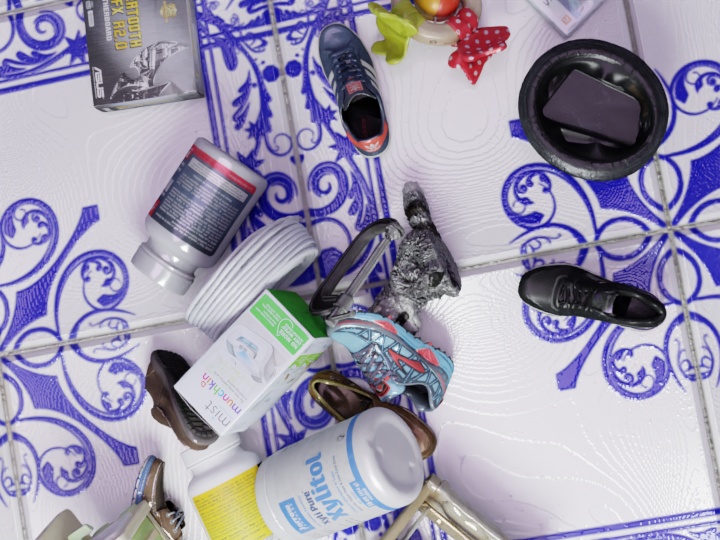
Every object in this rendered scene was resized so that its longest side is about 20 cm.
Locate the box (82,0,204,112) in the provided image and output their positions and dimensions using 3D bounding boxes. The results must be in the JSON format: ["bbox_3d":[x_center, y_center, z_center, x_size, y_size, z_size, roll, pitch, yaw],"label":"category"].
[{"bbox_3d":[-0.317,-0.341,1.474,0.157,0.048,0.202,-6,87,7],"label":"box"}]

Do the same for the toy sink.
[{"bbox_3d":[-0.316,0.390,1.345,0.112,0.130,0.201,-35,95,6],"label":"toy sink"}]

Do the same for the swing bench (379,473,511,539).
[{"bbox_3d":[0.116,0.408,1.359,0.199,0.130,0.200,39,87,7],"label":"swing bench"}]

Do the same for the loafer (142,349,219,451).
[{"bbox_3d":[-0.249,0.190,1.404,0.073,0.200,0.071,16,110,-33],"label":"loafer"}]

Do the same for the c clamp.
[{"bbox_3d":[0.000,0.000,1.356,0.027,0.171,0.201,41,62,-17],"label":"c clamp"}]

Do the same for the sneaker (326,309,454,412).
[{"bbox_3d":[0.038,0.124,1.356,0.199,0.079,0.096,28,58,-17],"label":"sneaker"}]

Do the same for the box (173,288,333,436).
[{"bbox_3d":[-0.132,0.122,1.360,0.097,0.200,0.177,45,94,7],"label":"box"}]

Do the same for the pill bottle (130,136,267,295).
[{"bbox_3d":[-0.231,-0.073,1.419,0.119,0.120,0.201,34,92,7],"label":"pill bottle"}]

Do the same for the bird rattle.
[{"bbox_3d":[0.110,-0.357,1.402,0.198,0.113,0.164,5,72,4],"label":"bird rattle"}]

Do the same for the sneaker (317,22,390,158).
[{"bbox_3d":[-0.008,-0.259,1.416,0.075,0.085,0.201,-23,85,6],"label":"sneaker"}]

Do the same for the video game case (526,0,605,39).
[{"bbox_3d":[0.295,-0.458,1.418,0.200,0.023,0.182,-45,84,3],"label":"video game case"}]

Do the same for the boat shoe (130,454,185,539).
[{"bbox_3d":[-0.286,0.362,1.440,0.072,0.072,0.202,7,99,2],"label":"boat shoe"}]

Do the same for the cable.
[{"bbox_3d":[-0.145,0.013,1.365,0.069,0.200,0.200,45,97,3],"label":"cable"}]

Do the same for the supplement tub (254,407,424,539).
[{"bbox_3d":[-0.028,0.273,1.343,0.199,0.132,0.133,-30,84,30],"label":"supplement tub"}]

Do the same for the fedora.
[{"bbox_3d":[0.310,-0.211,1.372,0.199,0.092,0.202,0,88,7],"label":"fedora"}]

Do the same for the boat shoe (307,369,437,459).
[{"bbox_3d":[0.013,0.207,1.405,0.199,0.068,0.072,27,90,6],"label":"boat shoe"}]

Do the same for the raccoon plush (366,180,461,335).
[{"bbox_3d":[0.058,-0.007,1.419,0.133,0.097,0.201,-26,56,18],"label":"raccoon plush"}]

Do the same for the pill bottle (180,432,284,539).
[{"bbox_3d":[-0.169,0.324,1.401,0.112,0.112,0.201,-27,86,5],"label":"pill bottle"}]

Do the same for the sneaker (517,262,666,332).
[{"bbox_3d":[0.313,0.033,1.365,0.198,0.088,0.076,11,90,7],"label":"sneaker"}]
